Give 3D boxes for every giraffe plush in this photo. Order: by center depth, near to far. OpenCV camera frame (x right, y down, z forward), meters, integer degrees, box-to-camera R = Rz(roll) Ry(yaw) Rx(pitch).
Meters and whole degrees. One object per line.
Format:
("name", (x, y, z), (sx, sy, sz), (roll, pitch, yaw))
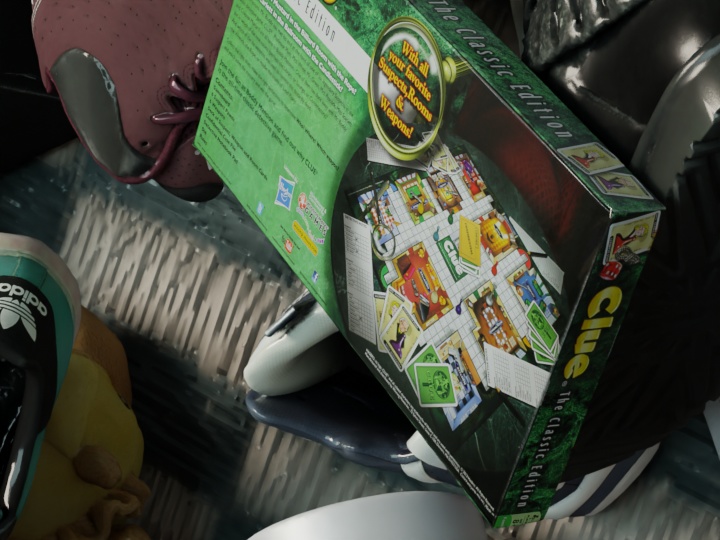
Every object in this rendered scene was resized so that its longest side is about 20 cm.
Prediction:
("giraffe plush", (-0.154, 0.060, 1.028), (0.161, 0.173, 0.201), (-4, 71, 17))

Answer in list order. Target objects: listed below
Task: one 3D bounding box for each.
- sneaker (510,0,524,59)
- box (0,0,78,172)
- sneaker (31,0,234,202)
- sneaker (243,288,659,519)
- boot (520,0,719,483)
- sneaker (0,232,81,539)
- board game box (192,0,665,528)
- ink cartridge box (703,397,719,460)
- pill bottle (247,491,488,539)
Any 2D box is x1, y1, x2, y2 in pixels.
("sneaker", (0.084, -0.072, 0.900), (0.085, 0.072, 0.201), (-174, 88, -65))
("box", (-0.211, -0.106, 1.095), (0.199, 0.124, 0.150), (-20, 71, 37))
("sneaker", (-0.030, -0.077, 0.925), (0.199, 0.076, 0.116), (11, 108, 33))
("sneaker", (0.000, 0.000, 0.908), (0.080, 0.129, 0.200), (-46, 59, 25))
("boot", (0.066, -0.050, 0.806), (0.158, 0.079, 0.212), (64, 142, 32))
("sneaker", (-0.155, 0.086, 0.931), (0.071, 0.080, 0.201), (22, 107, -5))
("board game box", (0.012, -0.028, 0.798), (0.200, 0.023, 0.105), (51, 135, 44))
("ink cartridge box", (0.163, 0.067, 0.772), (0.161, 0.050, 0.201), (125, 133, -61))
("pill bottle", (0.019, 0.179, 0.880), (0.112, 0.112, 0.201), (-27, 65, 34))
